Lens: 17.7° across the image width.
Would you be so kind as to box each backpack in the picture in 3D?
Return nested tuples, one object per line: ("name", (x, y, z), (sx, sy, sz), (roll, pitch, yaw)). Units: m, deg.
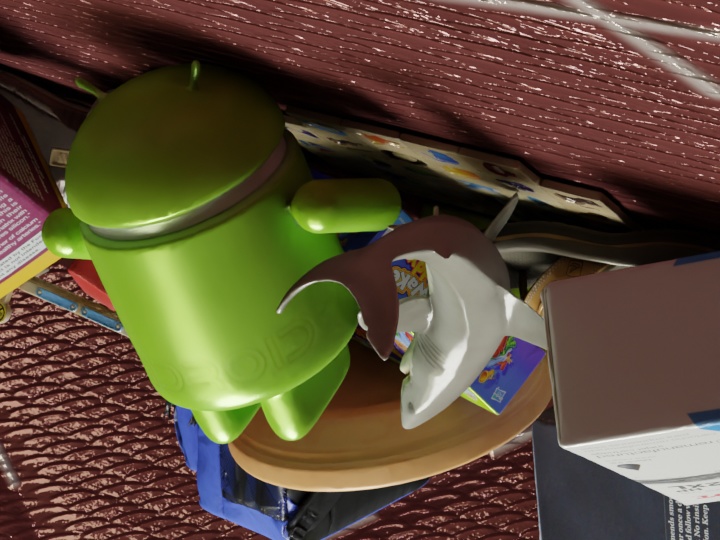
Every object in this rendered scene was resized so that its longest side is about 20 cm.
("backpack", (-0.048, 0.058, 1.555), (0.167, 0.201, 0.162), (17, -152, 33))

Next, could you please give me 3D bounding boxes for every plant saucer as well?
("plant saucer", (0.015, 0.067, 1.368), (0.199, 0.038, 0.200), (-11, -158, 5))

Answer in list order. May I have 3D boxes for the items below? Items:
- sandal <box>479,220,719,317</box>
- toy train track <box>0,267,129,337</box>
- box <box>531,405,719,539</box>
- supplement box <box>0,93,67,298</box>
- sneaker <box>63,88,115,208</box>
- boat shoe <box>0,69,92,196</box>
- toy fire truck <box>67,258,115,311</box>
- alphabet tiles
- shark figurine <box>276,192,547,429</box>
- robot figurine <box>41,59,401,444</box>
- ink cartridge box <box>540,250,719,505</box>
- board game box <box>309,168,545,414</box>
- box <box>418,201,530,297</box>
("sandal", (0.127, 0.010, 1.211), (0.199, 0.055, 0.082), (5, 169, 38))
("toy train track", (-0.198, 0.025, 1.444), (0.199, 0.033, 0.115), (22, -172, 17))
("box", (0.241, 0.129, 1.379), (0.196, 0.118, 0.200), (-19, -159, -38))
("supplement box", (-0.259, -0.053, 1.230), (0.103, 0.131, 0.200), (61, -173, 29))
("sneaker", (-0.100, -0.055, 1.288), (0.105, 0.076, 0.200), (19, 174, -17))
("boat shoe", (-0.193, -0.074, 1.417), (0.201, 0.075, 0.075), (18, 180, -3))
("toy fire truck", (-0.116, 0.003, 1.417), (0.141, 0.049, 0.200), (34, 167, 8))
("alphabet tiles", (0.051, -0.049, 1.218), (0.199, 0.006, 0.166), (16, 174, 26))
("shark figurine", (0.052, 0.015, 1.108), (0.089, 0.128, 0.214), (38, 176, 22))
("robot figurine", (-0.072, -0.013, 1.138), (0.175, 0.116, 0.201), (-5, 122, 33))
("ink cartridge box", (0.193, 0.054, 1.137), (0.145, 0.084, 0.200), (-12, 163, 22))
("board game box", (0.000, 0.000, 1.305), (0.134, 0.045, 0.200), (44, 170, -30))
("box", (0.138, 0.016, 1.356), (0.199, 0.048, 0.122), (16, 175, 25))
